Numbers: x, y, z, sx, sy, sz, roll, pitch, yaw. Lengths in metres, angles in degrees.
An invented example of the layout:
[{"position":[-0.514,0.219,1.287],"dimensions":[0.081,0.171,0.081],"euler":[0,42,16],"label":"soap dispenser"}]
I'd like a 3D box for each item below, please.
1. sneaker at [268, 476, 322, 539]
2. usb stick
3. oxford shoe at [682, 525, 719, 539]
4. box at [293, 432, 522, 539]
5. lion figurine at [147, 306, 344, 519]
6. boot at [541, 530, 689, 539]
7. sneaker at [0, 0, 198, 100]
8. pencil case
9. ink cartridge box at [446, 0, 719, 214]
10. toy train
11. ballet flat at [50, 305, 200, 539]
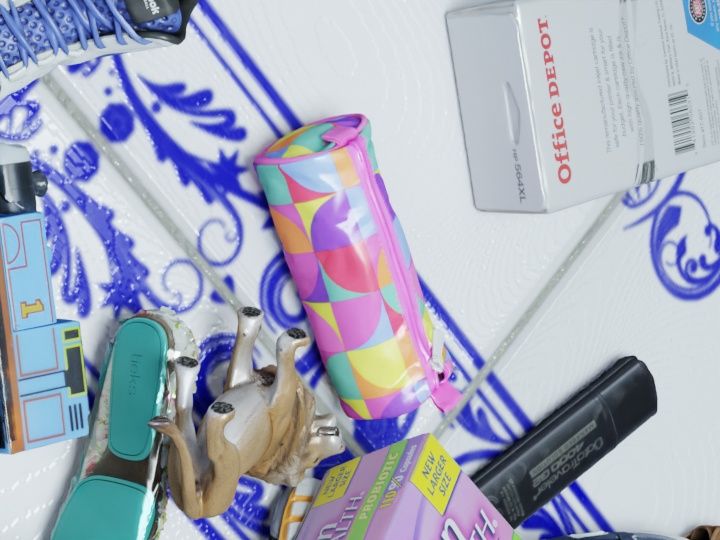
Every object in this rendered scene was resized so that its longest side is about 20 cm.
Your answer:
[{"position":[-0.043,0.233,1.214],"dimensions":[0.078,0.077,0.202],"euler":[18,64,-39],"label":"sneaker"},{"position":[0.143,0.131,1.363],"dimensions":[0.199,0.032,0.056],"euler":[-35,118,-29],"label":"usb stick"},{"position":[0.290,0.226,1.451],"dimensions":[0.199,0.071,0.072],"euler":[-13,96,-33],"label":"oxford shoe"},{"position":[0.043,0.239,1.167],"dimensions":[0.200,0.096,0.176],"euler":[49,41,-19],"label":"box"},{"position":[-0.077,0.102,1.138],"dimensions":[0.200,0.072,0.123],"euler":[-31,136,-56],"label":"lion figurine"},{"position":[0.180,0.220,1.331],"dimensions":[0.198,0.090,0.073],"euler":[-2,80,-23],"label":"boot"},{"position":[-0.166,-0.153,1.076],"dimensions":[0.199,0.115,0.081],"euler":[-28,107,-31],"label":"sneaker"},{"position":[0.000,0.000,1.223],"dimensions":[0.088,0.088,0.201],"euler":[-32,109,-30],"label":"pencil case"},{"position":[0.168,-0.132,1.333],"dimensions":[0.199,0.084,0.147],"euler":[-16,101,-33],"label":"ink cartridge box"},{"position":[-0.222,0.015,1.069],"dimensions":[0.114,0.086,0.202],"euler":[-11,97,-43],"label":"toy train"},{"position":[-0.137,0.122,1.145],"dimensions":[0.064,0.075,0.202],"euler":[24,83,-67],"label":"ballet flat"}]
